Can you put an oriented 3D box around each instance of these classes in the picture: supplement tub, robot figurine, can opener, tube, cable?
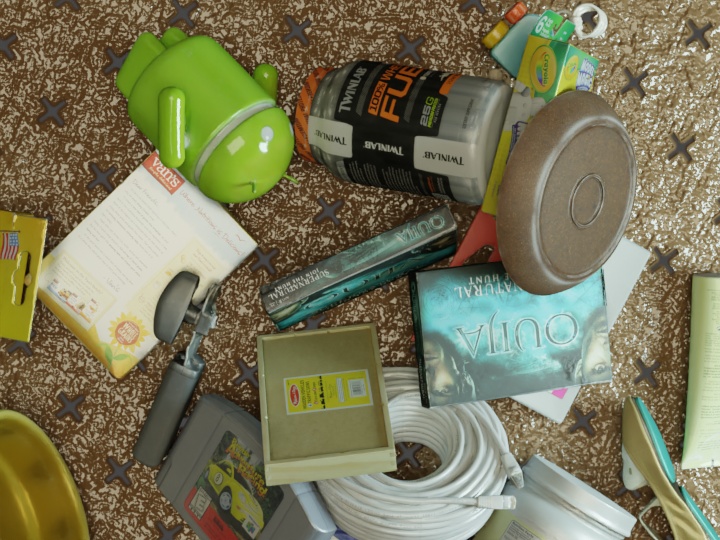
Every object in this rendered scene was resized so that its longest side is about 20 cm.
[{"bbox_3d":[0.044,-0.138,1.649,0.199,0.122,0.123,10,92,21],"label":"supplement tub"},{"bbox_3d":[-0.147,-0.148,1.652,0.200,0.175,0.116,46,122,15],"label":"robot figurine"},{"bbox_3d":[-0.192,0.096,1.691,0.067,0.053,0.201,24,104,1],"label":"can opener"},{"bbox_3d":[0.364,0.104,1.738,0.058,0.052,0.201,1,95,20],"label":"tube"},{"bbox_3d":[0.172,0.301,1.687,0.145,0.145,0.201,32,91,-4],"label":"supplement tub"},{"bbox_3d":[0.048,0.184,1.665,0.199,0.201,0.069,-7,136,-8],"label":"cable"}]

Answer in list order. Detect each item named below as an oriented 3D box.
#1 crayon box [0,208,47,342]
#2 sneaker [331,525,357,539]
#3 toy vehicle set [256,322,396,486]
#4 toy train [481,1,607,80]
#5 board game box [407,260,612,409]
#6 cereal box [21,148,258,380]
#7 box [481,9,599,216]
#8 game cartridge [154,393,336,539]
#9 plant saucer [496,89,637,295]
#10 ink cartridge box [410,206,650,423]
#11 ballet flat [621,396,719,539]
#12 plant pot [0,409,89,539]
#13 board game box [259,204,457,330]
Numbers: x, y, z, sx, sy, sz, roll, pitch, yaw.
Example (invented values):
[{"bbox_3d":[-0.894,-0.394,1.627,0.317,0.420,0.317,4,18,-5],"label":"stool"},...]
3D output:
[{"bbox_3d":[-0.403,-0.005,1.671,0.199,0.051,0.128,10,92,11],"label":"crayon box"},{"bbox_3d":[-0.029,0.252,1.716,0.115,0.081,0.200,-30,87,-15],"label":"sneaker"},{"bbox_3d":[-0.036,0.127,1.651,0.124,0.200,0.027,-6,125,-2],"label":"toy vehicle set"},{"bbox_3d":[0.185,-0.172,1.714,0.149,0.056,0.201,4,96,-4],"label":"toy train"},{"bbox_3d":[0.150,0.057,1.669,0.199,0.028,0.136,-7,93,-17],"label":"board game box"},{"bbox_3d":[-0.221,-0.009,1.706,0.200,0.040,0.144,-43,94,-1],"label":"cereal box"},{"bbox_3d":[0.178,-0.145,1.629,0.048,0.117,0.201,15,95,22],"label":"box"},{"bbox_3d":[-0.114,0.222,1.659,0.200,0.041,0.133,44,114,28],"label":"game cartridge"},{"bbox_3d":[0.205,-0.070,1.602,0.034,0.200,0.201,18,92,41],"label":"plant saucer"},{"bbox_3d":[0.173,0.027,1.727,0.173,0.044,0.201,28,91,-5],"label":"ink cartridge box"},{"bbox_3d":[0.305,0.227,1.732,0.063,0.069,0.201,-29,93,13],"label":"ballet flat"},{"bbox_3d":[-0.393,0.260,1.643,0.188,0.201,0.202,-22,94,13],"label":"plant pot"},{"bbox_3d":[0.000,0.000,1.663,0.199,0.135,0.028,-24,80,-1],"label":"board game box"}]
